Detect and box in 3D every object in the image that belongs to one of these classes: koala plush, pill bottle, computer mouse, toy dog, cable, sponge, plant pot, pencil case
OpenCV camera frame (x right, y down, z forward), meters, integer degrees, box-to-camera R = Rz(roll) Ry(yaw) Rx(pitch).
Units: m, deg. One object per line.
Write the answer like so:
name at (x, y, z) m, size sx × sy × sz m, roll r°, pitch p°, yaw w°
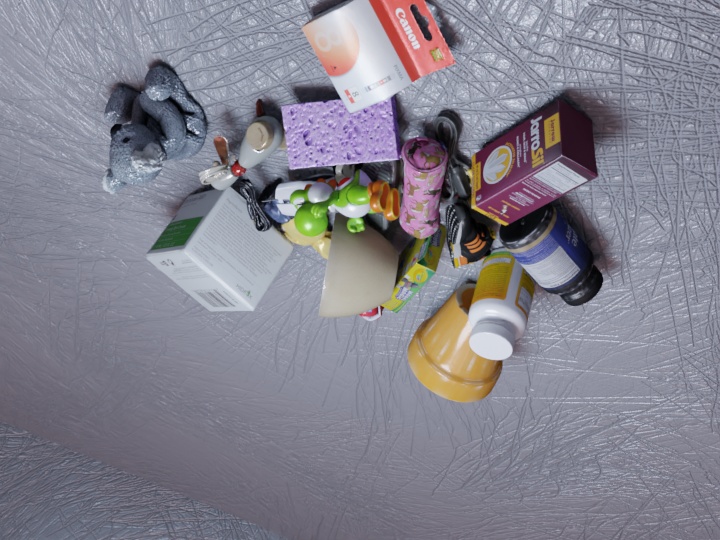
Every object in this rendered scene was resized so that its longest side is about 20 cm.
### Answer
koala plush at (-0.393, -0.234, 1.558) m, size 0.176 × 0.201 × 0.184 m, roll -16°, pitch 130°, yaw 38°
pill bottle at (0.347, -0.029, 1.516) m, size 0.111 × 0.112 × 0.200 m, roll -21°, pitch 126°, yaw 42°
pill bottle at (0.266, 0.065, 1.596) m, size 0.110 × 0.201 × 0.112 m, roll 13°, pitch 142°, yaw 11°
computer mouse at (-0.126, -0.139, 1.614) m, size 0.198 × 0.044 × 0.111 m, roll -11°, pitch 114°, yaw 6°
toy dog at (-0.214, -0.236, 1.550) m, size 0.199 × 0.097 × 0.132 m, roll -26°, pitch 169°, yaw 11°
cable at (0.165, -0.193, 1.483) m, size 0.097 × 0.050 × 0.201 m, roll 8°, pitch 132°, yaw 45°
sponge at (-0.033, -0.238, 1.447) m, size 0.198 × 0.030 × 0.113 m, roll -3°, pitch 101°, yaw 17°
plant pot at (0.218, 0.135, 1.733) m, size 0.199 × 0.201 × 0.184 m, roll 22°, pitch 127°, yaw 0°
plant pot at (0.000, 0.000, 1.611) m, size 0.133 × 0.202 × 0.201 m, roll 10°, pitch 143°, yaw -3°
pencil case at (0.109, -0.144, 1.485) m, size 0.083 × 0.086 × 0.201 m, roll 38°, pitch 153°, yaw 25°

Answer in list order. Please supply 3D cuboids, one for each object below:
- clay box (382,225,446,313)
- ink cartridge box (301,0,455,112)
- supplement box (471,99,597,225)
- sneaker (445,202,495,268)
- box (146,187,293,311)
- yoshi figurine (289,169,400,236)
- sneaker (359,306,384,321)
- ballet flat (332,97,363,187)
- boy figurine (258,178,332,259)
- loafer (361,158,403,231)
clay box at (0.109, -0.013, 1.650) m, size 0.047 × 0.116 × 0.200 m, roll 27°, pitch 143°, yaw -10°
ink cartridge box at (0.026, -0.348, 1.311) m, size 0.199 × 0.050 × 0.163 m, roll -11°, pitch 120°, yaw 40°
supplement box at (0.276, -0.170, 1.365) m, size 0.085 × 0.111 × 0.199 m, roll 22°, pitch 147°, yaw -30°
sneaker at (0.207, -0.073, 1.553) m, size 0.089 × 0.071 × 0.200 m, roll -12°, pitch 155°, yaw -1°
box at (-0.289, -0.039, 1.733) m, size 0.200 × 0.172 × 0.198 m, roll 44°, pitch 154°, yaw -26°
yoshi figurine at (-0.037, -0.103, 1.484) m, size 0.198 × 0.112 × 0.113 m, roll 0°, pitch 120°, yaw 27°
sneaker at (0.020, 0.020, 1.736) m, size 0.071 × 0.113 × 0.201 m, roll 8°, pitch 141°, yaw 19°
ballet flat at (-0.029, -0.212, 1.515) m, size 0.072 × 0.073 × 0.201 m, roll 10°, pitch 141°, yaw 16°
boy figurine at (-0.112, -0.097, 1.700) m, size 0.199 × 0.065 × 0.124 m, roll 37°, pitch 140°, yaw -20°
loafer at (0.046, -0.158, 1.548) m, size 0.075 × 0.070 × 0.201 m, roll 35°, pitch 150°, yaw 17°
